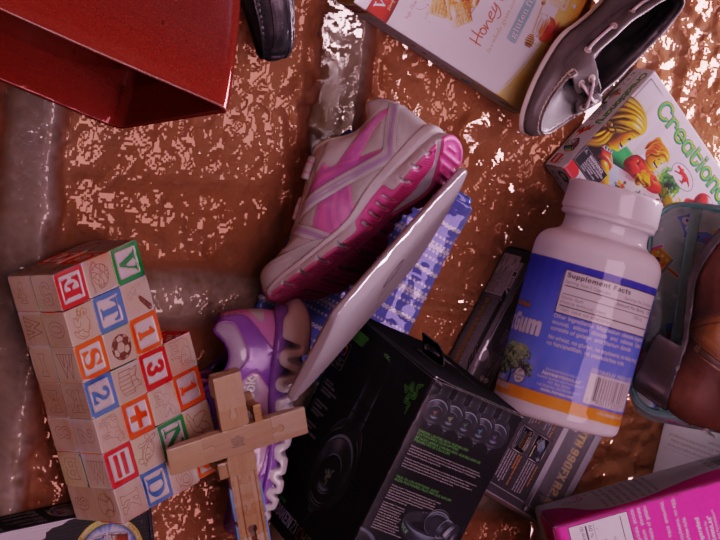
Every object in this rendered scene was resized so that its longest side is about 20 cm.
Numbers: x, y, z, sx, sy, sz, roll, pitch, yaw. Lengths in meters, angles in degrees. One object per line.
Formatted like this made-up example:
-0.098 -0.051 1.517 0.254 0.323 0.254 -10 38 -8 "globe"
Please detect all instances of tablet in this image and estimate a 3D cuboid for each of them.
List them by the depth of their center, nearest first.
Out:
0.015 0.011 1.595 0.014 0.130 0.200 36 50 6 "tablet"

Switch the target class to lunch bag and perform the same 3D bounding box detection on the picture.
0.309 0.045 1.754 0.159 0.077 0.202 9 83 5 "lunch bag"

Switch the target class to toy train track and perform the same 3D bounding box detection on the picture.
-0.095 0.166 1.594 0.114 0.033 0.202 -15 115 -17 "toy train track"

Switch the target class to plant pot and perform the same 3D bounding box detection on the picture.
-0.196 -0.226 1.469 0.199 0.199 0.178 22 78 -29 "plant pot"

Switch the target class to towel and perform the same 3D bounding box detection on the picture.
0.000 0.000 1.695 0.144 0.024 0.201 29 85 -28 "towel"

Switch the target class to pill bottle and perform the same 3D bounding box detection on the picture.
0.188 0.030 1.694 0.111 0.112 0.202 15 90 -29 "pill bottle"

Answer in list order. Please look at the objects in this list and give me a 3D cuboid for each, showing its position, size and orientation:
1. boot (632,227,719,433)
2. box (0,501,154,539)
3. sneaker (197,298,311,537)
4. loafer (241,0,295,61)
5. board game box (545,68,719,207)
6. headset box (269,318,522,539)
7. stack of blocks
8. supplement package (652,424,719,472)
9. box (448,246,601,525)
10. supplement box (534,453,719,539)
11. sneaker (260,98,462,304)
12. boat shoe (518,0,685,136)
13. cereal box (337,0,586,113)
0.351 0.067 1.663 0.199 0.068 0.189 28 87 15 "boot"
-0.256 0.272 1.594 0.198 0.044 0.162 -9 103 -26 "box"
-0.098 0.116 1.638 0.088 0.081 0.202 7 102 -12 "sneaker"
-0.102 -0.258 1.577 0.070 0.068 0.202 -19 102 -15 "loafer"
0.266 -0.064 1.817 0.126 0.035 0.200 -46 116 -14 "board game box"
0.024 0.149 1.631 0.092 0.174 0.201 24 97 -27 "headset box"
-0.188 0.080 1.570 0.115 0.058 0.202 -27 108 -44 "stack of blocks"
0.338 0.228 1.857 0.116 0.117 0.202 12 92 -27 "supplement package"
0.150 0.104 1.777 0.158 0.048 0.201 32 83 -29 "box"
0.260 0.229 1.728 0.198 0.101 0.104 -14 94 -2 "supplement box"
-0.012 -0.057 1.636 0.200 0.088 0.081 -45 154 6 "sneaker"
0.207 -0.185 1.725 0.200 0.057 0.067 -51 150 -26 "boat shoe"
0.093 -0.240 1.694 0.199 0.039 0.145 28 86 -29 "cereal box"
